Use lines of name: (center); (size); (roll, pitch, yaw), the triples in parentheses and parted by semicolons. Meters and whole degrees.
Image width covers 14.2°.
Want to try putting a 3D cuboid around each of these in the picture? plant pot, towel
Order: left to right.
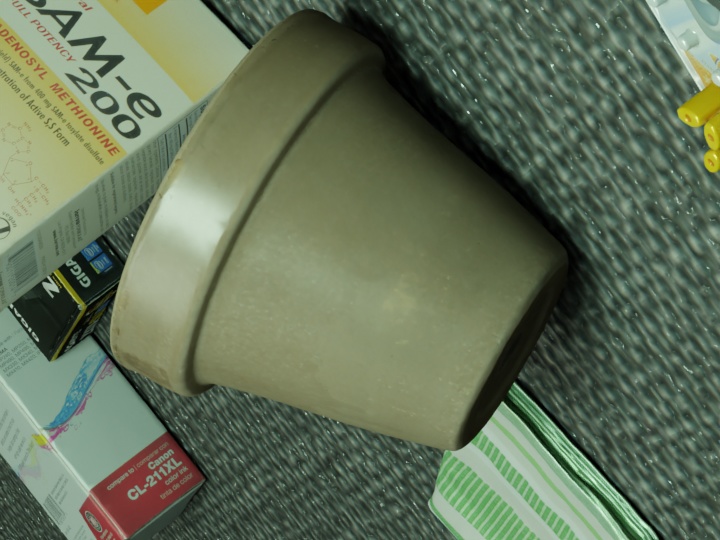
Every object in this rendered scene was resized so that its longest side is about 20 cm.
plant pot: (0.000, 0.000, 1.407); (0.174, 0.200, 0.200); (30, 155, 11)
towel: (0.100, 0.142, 1.623); (0.153, 0.023, 0.200); (48, 159, 16)

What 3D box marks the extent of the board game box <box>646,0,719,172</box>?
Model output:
board game box: (0.141, -0.129, 1.093); (0.200, 0.026, 0.200); (57, 160, -11)

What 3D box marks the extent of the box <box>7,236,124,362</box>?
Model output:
box: (-0.253, -0.042, 2.053); (0.200, 0.049, 0.160); (52, 158, 3)

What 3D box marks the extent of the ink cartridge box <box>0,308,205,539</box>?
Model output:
ink cartridge box: (-0.219, 0.119, 2.187); (0.200, 0.083, 0.146); (51, 160, 5)

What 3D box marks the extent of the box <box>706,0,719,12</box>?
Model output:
box: (0.175, -0.137, 0.928); (0.158, 0.050, 0.200); (44, 150, 15)

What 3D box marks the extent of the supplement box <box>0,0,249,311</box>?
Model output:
supplement box: (-0.170, -0.085, 1.584); (0.126, 0.200, 0.074); (45, 162, 17)
